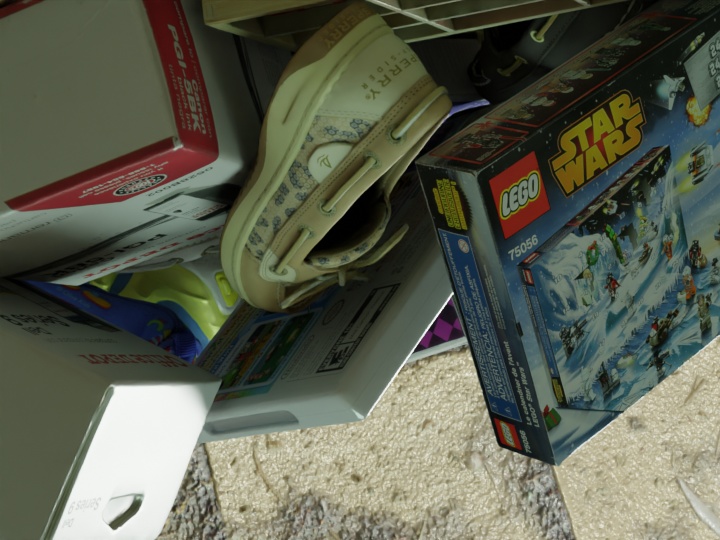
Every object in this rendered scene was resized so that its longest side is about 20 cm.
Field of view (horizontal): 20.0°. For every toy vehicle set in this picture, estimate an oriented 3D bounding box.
[{"bbox_3d":[0.047,-0.124,0.843,0.198,0.027,0.124,-8,176,22],"label":"toy vehicle set"}]

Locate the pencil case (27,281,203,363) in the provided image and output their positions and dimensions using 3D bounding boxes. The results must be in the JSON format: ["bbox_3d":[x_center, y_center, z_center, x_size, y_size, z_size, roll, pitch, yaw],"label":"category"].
[{"bbox_3d":[-0.178,0.028,1.068,0.199,0.087,0.078,25,-168,16],"label":"pencil case"}]

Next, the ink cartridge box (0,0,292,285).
[{"bbox_3d":[-0.116,-0.056,0.896,0.146,0.084,0.200,-20,172,15],"label":"ink cartridge box"}]

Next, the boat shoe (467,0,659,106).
[{"bbox_3d":[0.092,-0.122,0.993,0.072,0.060,0.201,-59,-167,-13],"label":"boat shoe"}]

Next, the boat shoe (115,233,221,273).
[{"bbox_3d":[-0.120,-0.027,1.049,0.198,0.071,0.069,-5,160,-4],"label":"boat shoe"}]

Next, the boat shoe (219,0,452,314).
[{"bbox_3d":[-0.011,-0.030,0.864,0.073,0.063,0.200,-45,167,-26],"label":"boat shoe"}]

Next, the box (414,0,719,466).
[{"bbox_3d":[0.120,-0.029,0.862,0.199,0.138,0.040,-33,-150,-31],"label":"box"}]

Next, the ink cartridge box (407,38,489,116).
[{"bbox_3d":[-0.002,-0.079,1.157,0.197,0.047,0.199,-24,172,34],"label":"ink cartridge box"}]

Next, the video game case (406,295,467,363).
[{"bbox_3d":[0.053,0.019,1.068,0.180,0.036,0.199,-17,177,-38],"label":"video game case"}]

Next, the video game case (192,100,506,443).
[{"bbox_3d":[0.000,0.000,0.991,0.182,0.024,0.200,-15,-146,57],"label":"video game case"}]

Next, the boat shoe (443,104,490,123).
[{"bbox_3d":[0.128,-0.055,1.118,0.199,0.072,0.066,-5,130,-28],"label":"boat shoe"}]

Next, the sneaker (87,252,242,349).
[{"bbox_3d":[-0.143,0.024,1.146,0.075,0.106,0.199,-1,-171,-41],"label":"sneaker"}]

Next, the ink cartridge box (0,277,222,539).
[{"bbox_3d":[-0.180,0.045,0.903,0.199,0.088,0.145,27,-175,15],"label":"ink cartridge box"}]
